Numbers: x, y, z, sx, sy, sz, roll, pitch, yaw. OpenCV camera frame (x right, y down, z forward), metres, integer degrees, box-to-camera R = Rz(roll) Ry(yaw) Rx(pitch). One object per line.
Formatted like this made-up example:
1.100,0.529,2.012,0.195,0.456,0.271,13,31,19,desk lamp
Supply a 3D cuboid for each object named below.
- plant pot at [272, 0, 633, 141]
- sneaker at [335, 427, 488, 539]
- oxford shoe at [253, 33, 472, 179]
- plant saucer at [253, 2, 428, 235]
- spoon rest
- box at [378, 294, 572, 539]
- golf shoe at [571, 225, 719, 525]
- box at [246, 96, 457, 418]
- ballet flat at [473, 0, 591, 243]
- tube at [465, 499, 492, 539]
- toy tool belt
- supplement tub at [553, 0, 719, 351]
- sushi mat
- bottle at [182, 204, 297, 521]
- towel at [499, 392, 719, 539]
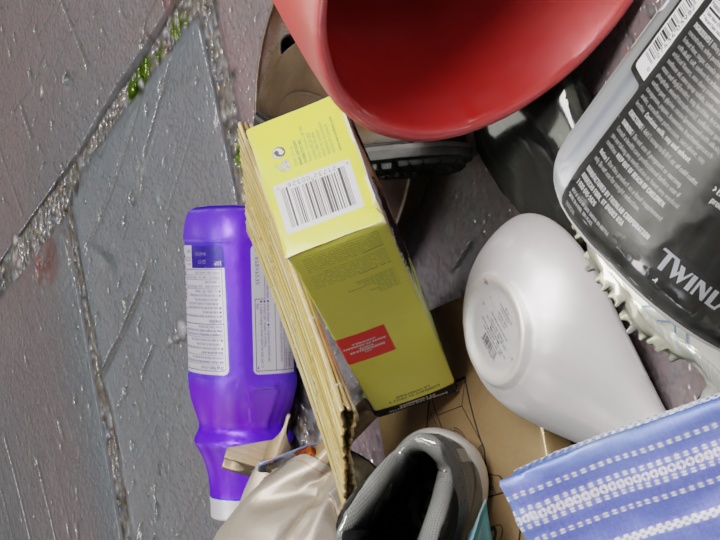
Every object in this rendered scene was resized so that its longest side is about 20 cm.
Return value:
0.017,-0.189,0.783,0.178,0.199,0.202,50,134,35,plant pot
0.000,0.167,0.843,0.115,0.074,0.202,46,-118,-75,sneaker
-0.005,-0.093,0.918,0.200,0.072,0.085,24,111,58,oxford shoe
-0.007,-0.093,1.023,0.200,0.032,0.203,10,102,59,plant saucer
0.103,0.062,0.810,0.201,0.060,0.100,66,146,34,spoon rest
0.063,0.117,0.925,0.163,0.021,0.202,-29,66,58,box
0.160,0.010,0.715,0.097,0.078,0.201,-45,58,31,golf shoe
0.000,0.000,0.849,0.200,0.050,0.076,66,-175,-63,box
0.080,-0.105,0.867,0.066,0.057,0.202,-33,68,31,ballet flat
0.052,0.219,0.873,0.078,0.050,0.202,-63,-26,-59,tube
-0.029,0.148,1.011,0.200,0.124,0.124,121,172,-71,toy tool belt
0.167,-0.076,0.598,0.201,0.122,0.123,-54,45,24,supplement tub
-0.033,0.023,0.922,0.096,0.012,0.201,91,162,-52,sushi mat
-0.077,0.059,1.124,0.083,0.065,0.202,-179,86,-66,bottle
0.149,0.150,0.666,0.144,0.024,0.202,-23,89,31,towel
